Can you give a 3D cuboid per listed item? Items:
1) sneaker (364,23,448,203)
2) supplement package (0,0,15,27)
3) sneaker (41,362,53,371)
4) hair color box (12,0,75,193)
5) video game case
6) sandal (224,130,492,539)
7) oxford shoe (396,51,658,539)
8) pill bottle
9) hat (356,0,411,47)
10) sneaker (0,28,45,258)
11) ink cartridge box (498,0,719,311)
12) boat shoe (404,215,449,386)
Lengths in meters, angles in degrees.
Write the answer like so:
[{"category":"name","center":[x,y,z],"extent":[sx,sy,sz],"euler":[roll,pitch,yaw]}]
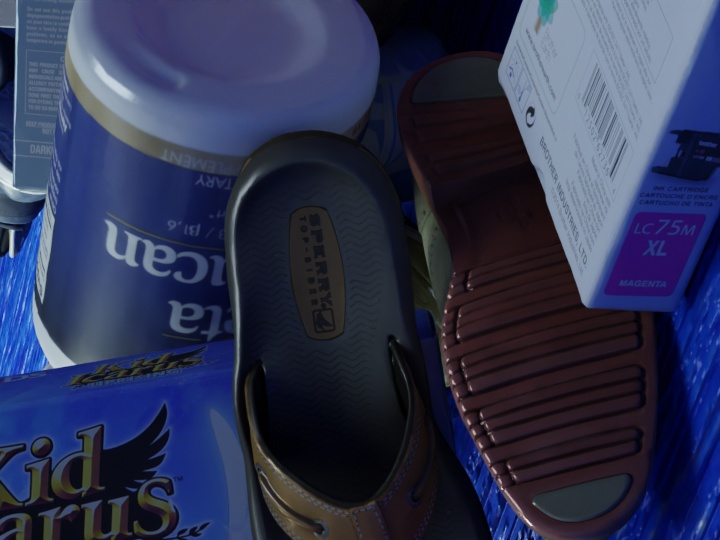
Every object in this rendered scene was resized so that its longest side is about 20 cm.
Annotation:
[{"category":"sneaker","center":[-0.009,-0.083,1.100],"extent":[0.200,0.071,0.073],"euler":[-122,29,-65]},{"category":"supplement package","center":[-0.122,-0.190,1.255],"extent":[0.200,0.190,0.148],"euler":[-150,65,-69]},{"category":"sneaker","center":[-0.109,0.041,1.174],"extent":[0.070,0.093,0.201],"euler":[173,97,-70]},{"category":"hair color box","center":[-0.098,-0.136,1.107],"extent":[0.099,0.060,0.201],"euler":[-31,-55,-72]},{"category":"video game case","center":[-0.057,0.120,0.943],"extent":[0.045,0.199,0.182],"euler":[-99,-1,-78]},{"category":"sandal","center":[-0.001,0.054,0.879],"extent":[0.055,0.081,0.201],"euler":[-97,-1,-82]},{"category":"oxford shoe","center":[0.060,0.018,0.906],"extent":[0.074,0.070,0.201],"euler":[81,180,-51]},{"category":"pill bottle","center":[-0.063,-0.012,0.984],"extent":[0.111,0.110,0.201],"euler":[-107,22,-45]},{"category":"hat","center":[-0.024,-0.162,1.030],"extent":[0.200,0.081,0.201],"euler":[-36,34,30]},{"category":"sneaker","center":[-0.229,-0.055,1.712],"extent":[0.203,0.077,0.147],"euler":[-102,33,-62]},{"category":"ink cartridge box","center":[0.098,-0.099,0.822],"extent":[0.120,0.042,0.201],"euler":[-107,24,-45]},{"category":"boat shoe","center":[0.000,0.001,1.061],"extent":[0.200,0.066,0.072],"euler":[9,109,53]}]
